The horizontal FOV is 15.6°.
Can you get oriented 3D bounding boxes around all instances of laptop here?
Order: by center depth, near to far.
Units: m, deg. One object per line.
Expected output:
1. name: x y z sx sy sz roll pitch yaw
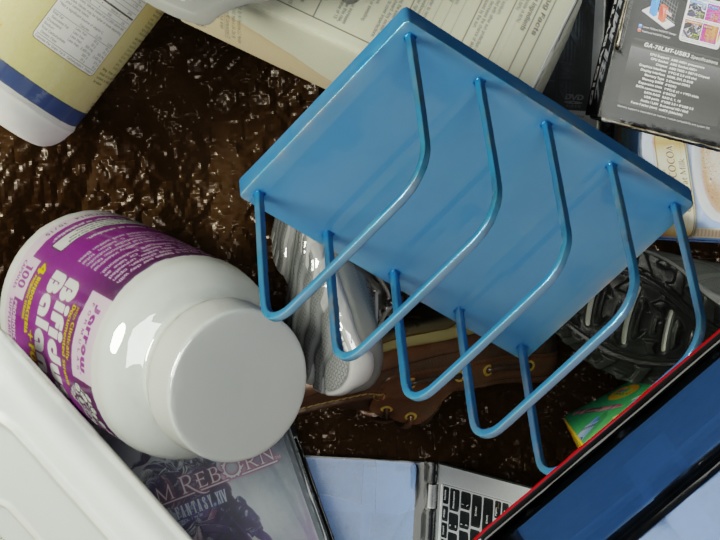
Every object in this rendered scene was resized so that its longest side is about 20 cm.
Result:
1. laptop: 0.014 0.209 1.505 0.115 0.200 0.189 -1 96 -34

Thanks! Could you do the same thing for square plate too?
1. square plate: -0.191 0.154 1.482 0.200 0.028 0.198 49 132 -3

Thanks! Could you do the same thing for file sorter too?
1. file sorter: 0.059 -0.006 1.331 0.199 0.123 0.139 30 122 -27

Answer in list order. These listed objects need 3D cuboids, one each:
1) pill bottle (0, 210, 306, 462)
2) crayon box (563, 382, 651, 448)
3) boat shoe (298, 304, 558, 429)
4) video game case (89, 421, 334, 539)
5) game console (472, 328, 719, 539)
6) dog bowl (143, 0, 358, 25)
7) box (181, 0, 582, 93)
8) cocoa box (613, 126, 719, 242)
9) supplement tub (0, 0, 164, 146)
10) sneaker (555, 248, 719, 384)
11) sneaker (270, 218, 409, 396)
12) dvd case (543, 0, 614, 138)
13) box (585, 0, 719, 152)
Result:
1. pill bottle: -0.112 0.039 1.435 0.112 0.200 0.113 -8 106 -29
2. crayon box: 0.172 0.133 1.454 0.058 0.200 0.119 -27 94 1
3. boat shoe: 0.023 0.059 1.498 0.199 0.072 0.068 -16 100 -15
4. video game case: -0.087 0.164 1.518 0.142 0.019 0.201 -21 84 9
5. game console: 0.171 0.133 1.294 0.200 0.119 0.173 -40 94 1
6. dog bowl: -0.057 -0.227 1.354 0.199 0.059 0.202 2 75 -7
7. box: 0.010 -0.143 1.410 0.199 0.078 0.095 27 74 5
8. cocoa box: 0.209 -0.117 1.466 0.130 0.133 0.202 3 94 -3
9. supplement tub: -0.166 -0.186 1.454 0.144 0.144 0.200 38 93 -3
10. sneaker: 0.193 0.027 1.503 0.199 0.079 0.074 14 104 -8
11. sneaker: 0.000 0.000 1.450 0.081 0.200 0.075 6 121 -10
12. dvd case: 0.079 -0.169 1.482 0.149 0.025 0.202 6 96 31
13. box: 0.237 -0.152 1.373 0.199 0.050 0.200 13 92 -4
